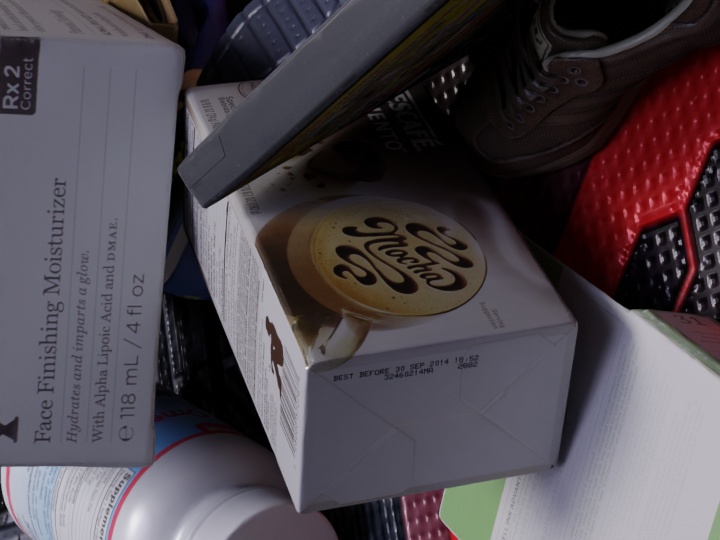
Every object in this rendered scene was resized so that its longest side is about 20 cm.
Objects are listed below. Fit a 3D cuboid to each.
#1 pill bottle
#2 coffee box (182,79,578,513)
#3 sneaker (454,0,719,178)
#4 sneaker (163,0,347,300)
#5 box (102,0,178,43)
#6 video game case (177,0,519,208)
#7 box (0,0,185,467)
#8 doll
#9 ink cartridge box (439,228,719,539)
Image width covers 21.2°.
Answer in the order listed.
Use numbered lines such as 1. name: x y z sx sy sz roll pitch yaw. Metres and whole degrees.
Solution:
1. pill bottle: -0.099 0.125 0.996 0.199 0.108 0.110 23 108 51
2. coffee box: 0.000 0.000 0.817 0.201 0.112 0.080 -117 25 -49
3. sneaker: 0.087 -0.098 0.775 0.200 0.075 0.071 -35 63 47
4. sneaker: -0.043 -0.065 0.957 0.200 0.082 0.074 -52 35 26
5. box: -0.133 -0.080 1.055 0.164 0.021 0.202 -120 33 -52
6. video game case: 0.039 -0.109 0.756 0.026 0.180 0.200 55 139 1
7. box: -0.174 -0.028 0.931 0.200 0.129 0.201 -142 55 -67
8. doll: -0.093 -0.186 1.038 0.136 0.048 0.202 151 114 -62
9. ink cartridge box: 0.105 0.083 0.776 0.200 0.048 0.147 -135 54 -61
